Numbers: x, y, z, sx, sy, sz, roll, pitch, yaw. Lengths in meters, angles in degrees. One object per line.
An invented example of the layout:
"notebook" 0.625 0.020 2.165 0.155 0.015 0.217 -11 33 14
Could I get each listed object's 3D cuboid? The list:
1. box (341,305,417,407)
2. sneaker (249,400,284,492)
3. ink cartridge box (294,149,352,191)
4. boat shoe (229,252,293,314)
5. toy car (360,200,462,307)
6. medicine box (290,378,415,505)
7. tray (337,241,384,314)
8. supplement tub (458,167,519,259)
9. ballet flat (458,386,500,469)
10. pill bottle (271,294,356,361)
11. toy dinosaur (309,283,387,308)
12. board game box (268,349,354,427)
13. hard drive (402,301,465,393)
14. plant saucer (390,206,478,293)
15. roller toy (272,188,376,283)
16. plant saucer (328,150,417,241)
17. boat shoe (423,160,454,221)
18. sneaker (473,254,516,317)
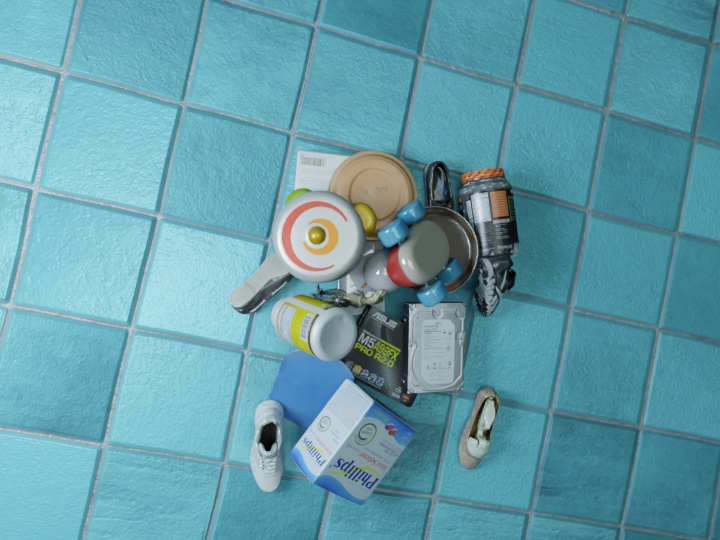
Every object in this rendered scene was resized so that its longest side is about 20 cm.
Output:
"box" 0.064 0.193 1.229 0.199 0.044 0.161 31 85 -16
"sneaker" -0.201 0.388 1.163 0.077 0.099 0.201 -2 98 -8
"ink cartridge box" -0.050 -0.170 1.227 0.199 0.045 0.177 5 89 -9
"boat shoe" -0.200 0.021 1.202 0.200 0.057 0.067 -39 60 -11
"toy car" 0.079 -0.015 1.174 0.185 0.200 0.177 56 41 -12
"medicine box" -0.012 0.366 1.158 0.200 0.103 0.182 -52 130 -7
"tray" 0.000 0.000 1.245 0.107 0.022 0.201 -1 90 -9
"supplement tub" 0.292 -0.125 1.245 0.122 0.122 0.201 -7 90 -9
"ballet flat" 0.278 0.371 1.265 0.068 0.067 0.201 14 87 -9
"pill bottle" -0.105 0.112 1.131 0.109 0.200 0.110 -9 104 -37
"toy dinosaur" -0.045 0.057 1.150 0.199 0.088 0.048 1 82 28
"board game box" -0.107 0.251 1.198 0.157 0.039 0.201 21 112 -3
"hard drive" 0.165 0.170 1.216 0.139 0.038 0.201 1 92 -17
"plant saucer" 0.168 -0.044 1.233 0.199 0.032 0.201 1 94 21
"roller toy" -0.078 -0.065 1.107 0.199 0.140 0.183 17 90 3
"plant saucer" 0.029 -0.165 1.202 0.199 0.032 0.201 0 89 -10
"boat shoe" 0.184 -0.154 1.260 0.068 0.057 0.201 -9 91 -10
"sneaker" 0.306 0.035 1.221 0.090 0.200 0.067 -19 51 -5
